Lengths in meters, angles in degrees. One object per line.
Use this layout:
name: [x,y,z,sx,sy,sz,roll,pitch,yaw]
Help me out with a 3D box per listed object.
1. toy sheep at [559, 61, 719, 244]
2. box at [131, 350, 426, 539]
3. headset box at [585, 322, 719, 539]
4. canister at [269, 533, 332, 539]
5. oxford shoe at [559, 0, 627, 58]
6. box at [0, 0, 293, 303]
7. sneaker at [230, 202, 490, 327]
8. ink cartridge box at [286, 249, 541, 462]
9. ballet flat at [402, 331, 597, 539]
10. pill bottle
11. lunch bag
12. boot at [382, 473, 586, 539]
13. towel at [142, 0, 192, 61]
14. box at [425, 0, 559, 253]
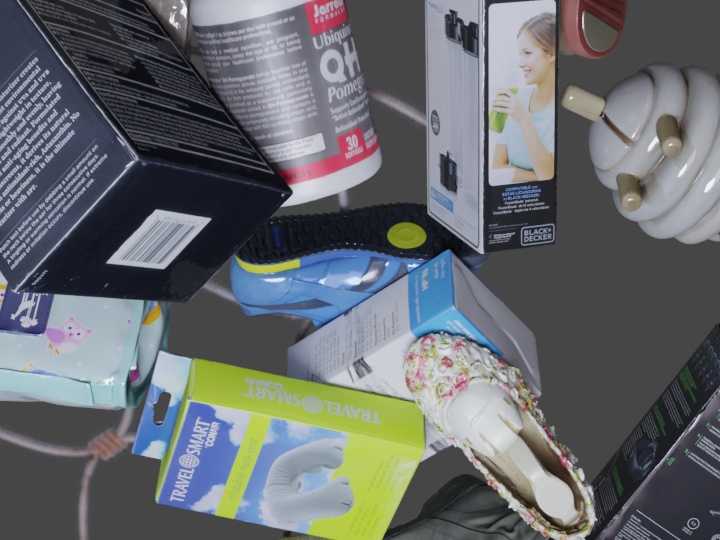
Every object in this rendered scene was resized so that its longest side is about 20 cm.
toy sheep: [0.230,-0.083,1.086,0.199,0.138,0.139,29,107,-16]
box: [-0.063,0.132,1.118,0.198,0.048,0.123,13,131,-11]
headset box: [0.298,0.166,1.183,0.173,0.093,0.201,33,106,-8]
canister: [-0.083,0.292,1.242,0.198,0.087,0.150,-12,107,4]
oxford shoe: [0.148,-0.251,1.070,0.070,0.074,0.203,8,91,-42]
box: [-0.180,-0.092,0.993,0.123,0.200,0.199,-43,70,16]
sneaker: [0.000,0.000,1.164,0.197,0.066,0.079,-5,130,0]
ink cartridge box: [0.023,0.085,1.152,0.199,0.068,0.116,-32,124,24]
ballet flat: [0.108,0.121,1.084,0.076,0.064,0.200,-43,115,4]
pill bottle: [-0.058,-0.156,1.084,0.109,0.111,0.202,-12,107,6]
lunch bag: [-0.228,0.036,1.105,0.168,0.200,0.123,8,108,0]
boot: [0.068,0.234,1.151,0.200,0.130,0.068,-39,120,-24]
towel: [-0.197,-0.138,1.136,0.131,0.035,0.202,13,109,0]
box: [0.091,-0.126,1.081,0.059,0.117,0.202,-6,110,-16]
